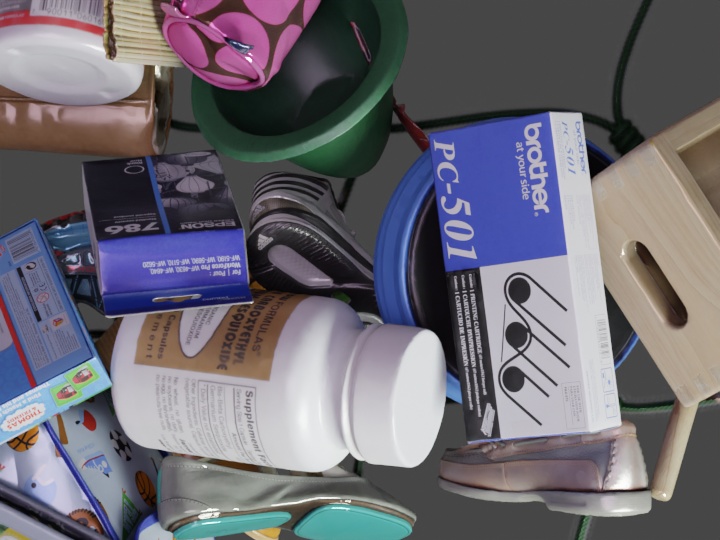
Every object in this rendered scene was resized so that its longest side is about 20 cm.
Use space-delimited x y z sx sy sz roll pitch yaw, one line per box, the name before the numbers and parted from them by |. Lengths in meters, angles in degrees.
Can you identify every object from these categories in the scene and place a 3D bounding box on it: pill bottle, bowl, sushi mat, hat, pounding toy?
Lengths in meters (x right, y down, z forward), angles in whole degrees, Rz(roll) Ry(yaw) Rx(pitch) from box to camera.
pill bottle | -0.193 -0.225 1.545 0.113 0.114 0.201 2 71 11
bowl | 0.109 -0.003 1.507 0.200 0.039 0.202 -1 93 -20
sushi mat | -0.136 -0.186 1.514 0.012 0.200 0.096 3 94 12
pill bottle | -0.052 0.071 1.466 0.199 0.114 0.115 6 94 24
hat | -0.003 -0.093 1.584 0.165 0.176 0.200 -31 47 9
pounding toy | 0.234 0.007 1.459 0.200 0.184 0.142 58 139 4

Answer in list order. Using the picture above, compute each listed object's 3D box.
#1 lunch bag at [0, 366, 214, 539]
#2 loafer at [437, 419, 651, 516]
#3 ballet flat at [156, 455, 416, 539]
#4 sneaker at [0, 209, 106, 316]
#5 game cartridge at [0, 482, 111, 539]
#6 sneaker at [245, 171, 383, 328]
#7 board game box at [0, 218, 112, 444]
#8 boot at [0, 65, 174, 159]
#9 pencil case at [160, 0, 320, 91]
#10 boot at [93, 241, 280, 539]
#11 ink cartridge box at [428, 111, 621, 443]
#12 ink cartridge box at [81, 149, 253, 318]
lunch bag | -0.182 0.179 1.555 0.124 0.170 0.200 -33 85 16
loafer | 0.123 0.124 1.500 0.072 0.200 0.063 -1 91 -33
ballet flat | -0.049 0.150 1.541 0.067 0.199 0.064 -39 54 48
sneaker | -0.257 0.027 1.609 0.199 0.079 0.096 -19 92 12
game cartridge | -0.208 0.226 1.463 0.199 0.040 0.134 25 109 12
sneaker | 0.000 0.000 1.560 0.076 0.116 0.200 -36 120 22
board game box | -0.279 0.066 1.489 0.199 0.037 0.151 -27 45 -3
boot | -0.238 -0.091 1.607 0.199 0.066 0.176 2 93 10
pencil case | -0.054 -0.221 1.518 0.094 0.091 0.200 41 68 -30
boot | -0.078 0.077 1.581 0.144 0.071 0.201 -39 89 4
ink cartridge box | 0.103 0.005 1.424 0.094 0.044 0.201 -8 88 34
ink cartridge box | -0.131 -0.028 1.501 0.099 0.200 0.039 -5 114 -10
